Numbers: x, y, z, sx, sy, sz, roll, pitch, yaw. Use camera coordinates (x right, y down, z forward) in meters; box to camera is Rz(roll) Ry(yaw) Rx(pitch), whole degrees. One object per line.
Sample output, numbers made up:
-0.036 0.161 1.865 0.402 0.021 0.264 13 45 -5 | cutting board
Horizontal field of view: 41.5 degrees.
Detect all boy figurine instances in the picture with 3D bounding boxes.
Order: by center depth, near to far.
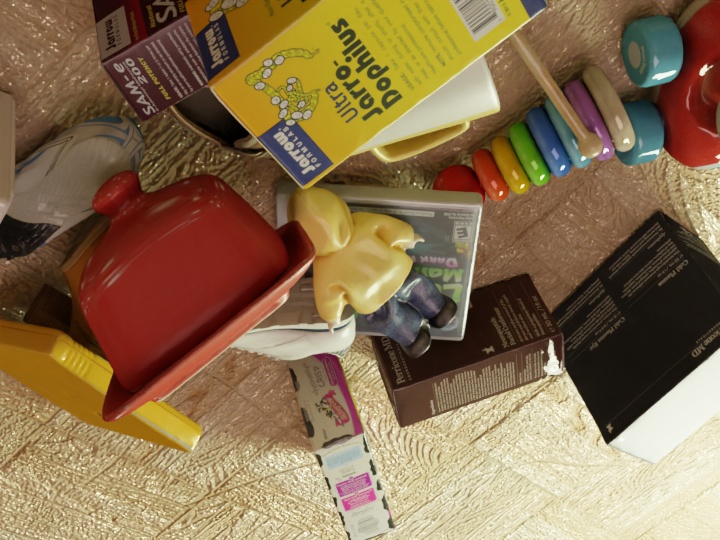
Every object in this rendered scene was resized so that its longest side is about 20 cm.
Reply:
0.000 0.000 0.884 0.199 0.064 0.125 40 91 -26 | boy figurine

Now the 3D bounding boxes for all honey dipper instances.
0.150 -0.176 0.821 0.038 0.038 0.201 -34 112 14 | honey dipper

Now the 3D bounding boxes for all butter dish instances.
-0.151 -0.011 0.742 0.199 0.199 0.149 -38 104 -1 | butter dish

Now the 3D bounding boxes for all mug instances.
0.023 -0.152 0.765 0.150 0.150 0.189 -23 119 8 | mug

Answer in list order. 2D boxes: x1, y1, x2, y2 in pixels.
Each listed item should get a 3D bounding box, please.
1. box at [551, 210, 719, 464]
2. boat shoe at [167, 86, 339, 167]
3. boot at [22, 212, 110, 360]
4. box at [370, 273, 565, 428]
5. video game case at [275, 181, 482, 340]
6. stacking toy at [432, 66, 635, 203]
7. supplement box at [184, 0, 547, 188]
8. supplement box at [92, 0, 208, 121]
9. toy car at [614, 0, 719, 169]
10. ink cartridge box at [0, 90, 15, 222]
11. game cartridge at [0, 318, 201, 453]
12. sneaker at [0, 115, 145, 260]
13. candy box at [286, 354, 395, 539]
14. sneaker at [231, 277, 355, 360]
0.333 0.077 1.069 0.103 0.184 0.200 24 120 -36 | box
-0.091 -0.124 0.802 0.197 0.073 0.076 19 123 -33 | boat shoe
-0.212 0.027 0.874 0.143 0.072 0.201 33 128 -17 | boot
0.117 0.087 1.056 0.196 0.101 0.076 -19 135 -4 | box
0.015 -0.005 0.946 0.195 0.024 0.184 3 132 1 | video game case
0.157 -0.111 0.909 0.197 0.086 0.086 -28 135 13 | stacking toy
0.000 -0.172 0.614 0.198 0.110 0.109 -35 134 12 | supplement box
-0.097 -0.206 0.699 0.197 0.110 0.061 -29 135 6 | supplement box
0.357 -0.138 0.867 0.180 0.202 0.179 -12 135 -9 | toy car
-0.357 -0.095 0.676 0.197 0.147 0.084 21 122 -34 | ink cartridge box
-0.269 0.105 0.901 0.173 0.033 0.200 6 149 38 | game cartridge
-0.262 -0.068 0.798 0.197 0.073 0.073 -22 113 20 | sneaker
-0.021 0.198 1.079 0.060 0.138 0.202 -19 136 -3 | candy box
-0.102 0.055 0.947 0.195 0.078 0.081 5 141 -1 | sneaker
